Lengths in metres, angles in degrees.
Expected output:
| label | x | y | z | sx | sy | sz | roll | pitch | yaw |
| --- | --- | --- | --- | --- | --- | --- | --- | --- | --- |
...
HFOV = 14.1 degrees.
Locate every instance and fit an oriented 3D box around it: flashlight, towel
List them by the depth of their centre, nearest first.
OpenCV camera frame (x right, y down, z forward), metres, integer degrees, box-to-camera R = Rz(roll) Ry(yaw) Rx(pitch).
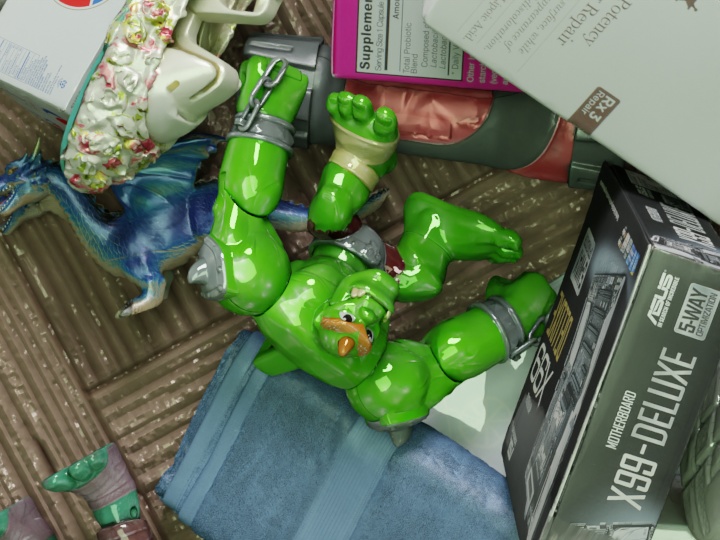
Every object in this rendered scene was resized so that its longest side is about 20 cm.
| label | x | y | z | sx | sy | sz | roll | pitch | yaw |
| --- | --- | --- | --- | --- | --- | --- | --- | --- | --- |
| flashlight | 0.039 | -0.083 | 1.454 | 0.199 | 0.068 | 0.068 | 10 | 95 | 3 |
| towel | 0.002 | 0.120 | 1.463 | 0.200 | 0.049 | 0.112 | 32 | 104 | 11 |

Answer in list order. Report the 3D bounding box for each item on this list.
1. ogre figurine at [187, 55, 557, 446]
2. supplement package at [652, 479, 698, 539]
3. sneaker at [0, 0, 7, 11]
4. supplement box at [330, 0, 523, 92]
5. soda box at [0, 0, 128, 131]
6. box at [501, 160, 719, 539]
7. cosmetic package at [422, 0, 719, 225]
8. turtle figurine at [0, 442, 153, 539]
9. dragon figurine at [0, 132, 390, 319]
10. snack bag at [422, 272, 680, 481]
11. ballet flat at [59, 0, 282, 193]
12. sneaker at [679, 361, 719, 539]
| label | x | y | z | sx | sy | sz | roll | pitch | yaw |
| --- | --- | --- | --- | --- | --- | --- | --- | --- | --- |
| ogre figurine | 0.000 | 0.000 | 1.418 | 0.200 | 0.098 | 0.120 | 47 | 66 | -37 |
| supplement package | 0.208 | 0.192 | 1.420 | 0.199 | 0.111 | 0.157 | 5 | 99 | -2 |
| sneaker | -0.196 | -0.213 | 1.467 | 0.090 | 0.066 | 0.201 | -24 | 95 | 2 |
| supplement box | 0.089 | -0.152 | 1.415 | 0.199 | 0.101 | 0.104 | 6 | 122 | 4 |
| soda box | -0.107 | -0.164 | 1.435 | 0.064 | 0.068 | 0.201 | 26 | 83 | 27 |
| box | 0.117 | 0.047 | 1.343 | 0.050 | 0.200 | 0.158 | 19 | 102 | -5 |
| cosmetic package | 0.137 | -0.109 | 1.333 | 0.200 | 0.074 | 0.102 | 33 | 121 | -12 |
| turtle figurine | -0.110 | 0.194 | 1.460 | 0.149 | 0.101 | 0.200 | -33 | 86 | 9 |
| dragon figurine | -0.092 | -0.038 | 1.469 | 0.199 | 0.059 | 0.100 | -19 | 92 | 6 |
| snack bag | 0.113 | 0.106 | 1.482 | 0.188 | 0.021 | 0.200 | -32 | 90 | 5 |
| ballet flat | -0.076 | -0.120 | 1.387 | 0.064 | 0.076 | 0.201 | 26 | 90 | 26 |
| sneaker | 0.209 | 0.047 | 1.374 | 0.082 | 0.077 | 0.201 | 23 | 62 | -10 |
